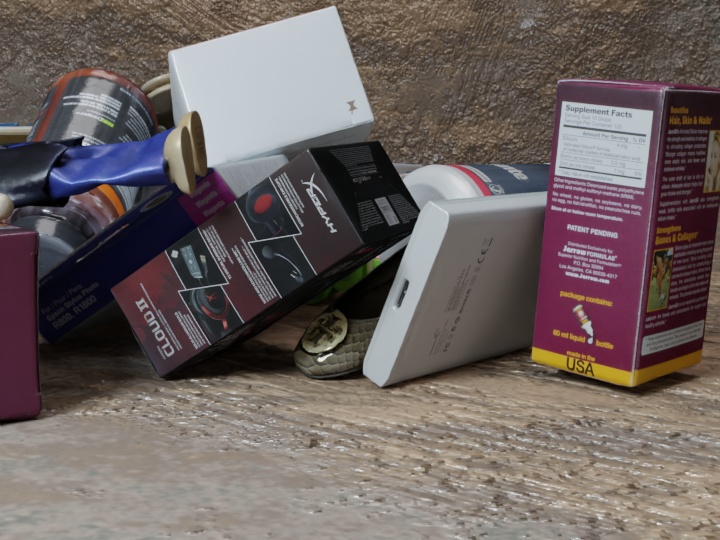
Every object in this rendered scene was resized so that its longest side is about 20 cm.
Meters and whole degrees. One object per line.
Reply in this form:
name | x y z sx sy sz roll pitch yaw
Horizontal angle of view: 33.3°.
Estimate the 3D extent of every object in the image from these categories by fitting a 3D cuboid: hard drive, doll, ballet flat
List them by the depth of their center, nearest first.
doll | -0.201 -0.065 0.777 0.197 0.049 0.137 -6 20 5
hard drive | 0.090 0.008 0.872 0.026 0.133 0.199 34 25 30
ballet flat | 0.029 0.007 0.872 0.199 0.047 0.067 -35 42 -21

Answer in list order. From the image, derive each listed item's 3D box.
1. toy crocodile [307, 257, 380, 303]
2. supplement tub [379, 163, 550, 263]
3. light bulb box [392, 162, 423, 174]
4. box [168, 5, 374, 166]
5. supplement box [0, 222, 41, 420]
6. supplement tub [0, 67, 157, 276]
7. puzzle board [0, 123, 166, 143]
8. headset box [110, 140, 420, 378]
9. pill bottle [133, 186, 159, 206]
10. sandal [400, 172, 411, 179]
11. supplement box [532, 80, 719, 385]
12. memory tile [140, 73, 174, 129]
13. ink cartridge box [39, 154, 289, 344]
toy crocodile | 0.000 0.000 1.137 0.197 0.063 0.067 5 9 17
supplement tub | 0.128 -0.021 1.037 0.198 0.142 0.140 -4 10 -36
light bulb box | -0.063 -0.060 1.311 0.198 0.127 0.198 -4 10 -29
box | -0.083 -0.131 1.075 0.151 0.108 0.200 -17 -9 -11
supplement box | -0.279 0.021 0.750 0.085 0.112 0.199 -5 11 -40
supplement tub | -0.245 -0.075 1.033 0.105 0.108 0.201 3 46 6
puzzle board | -0.270 -0.114 1.202 0.197 0.018 0.151 1 -16 8
headset box | -0.069 -0.006 0.853 0.199 0.076 0.148 -33 -4 21
pill bottle | -0.278 -0.047 1.200 0.197 0.116 0.114 3 8 1
sandal | -0.006 -0.050 1.174 0.205 0.060 0.079 -12 -9 -31
supplement box | 0.193 -0.032 0.859 0.085 0.203 0.110 12 13 39
memory tile | -0.150 -0.155 1.191 0.152 0.017 0.200 -15 -12 -18
ink cartridge box | -0.154 -0.015 0.921 0.195 0.044 0.200 -34 -1 18
